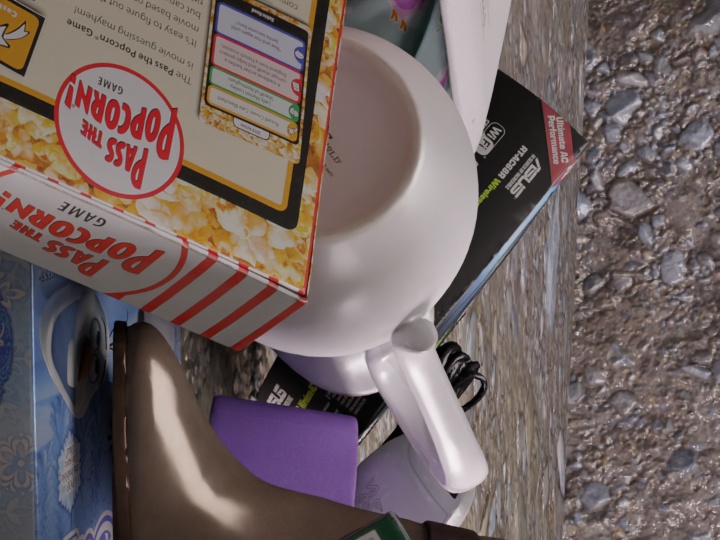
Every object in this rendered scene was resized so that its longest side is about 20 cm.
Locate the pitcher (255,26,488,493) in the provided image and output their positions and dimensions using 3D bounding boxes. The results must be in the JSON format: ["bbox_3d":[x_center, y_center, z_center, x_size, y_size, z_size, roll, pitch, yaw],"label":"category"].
[{"bbox_3d":[0.000,0.000,0.977,0.172,0.121,0.200,53,-9,15],"label":"pitcher"}]

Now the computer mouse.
[{"bbox_3d":[0.018,0.096,1.158,0.110,0.044,0.200,-49,-175,7],"label":"computer mouse"}]

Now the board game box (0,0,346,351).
[{"bbox_3d":[-0.078,-0.094,0.795,0.046,0.151,0.201,-34,-141,47],"label":"board game box"}]

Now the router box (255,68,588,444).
[{"bbox_3d":[0.027,0.003,1.257,0.150,0.062,0.200,-49,175,-22],"label":"router box"}]

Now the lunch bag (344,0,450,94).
[{"bbox_3d":[-0.017,-0.096,1.170,0.170,0.121,0.201,-50,158,-75],"label":"lunch bag"}]

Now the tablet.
[{"bbox_3d":[0.054,-0.148,1.085,0.200,0.014,0.131,77,23,-67],"label":"tablet"}]

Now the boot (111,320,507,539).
[{"bbox_3d":[-0.015,0.107,0.895,0.070,0.146,0.201,-86,176,-59],"label":"boot"}]

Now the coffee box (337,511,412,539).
[{"bbox_3d":[-0.057,0.159,0.809,0.044,0.200,0.123,59,-2,24],"label":"coffee box"}]

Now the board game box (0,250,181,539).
[{"bbox_3d":[-0.108,0.040,0.907,0.200,0.043,0.200,-40,132,-77],"label":"board game box"}]

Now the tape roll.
[{"bbox_3d":[-0.048,0.157,1.057,0.200,0.065,0.201,-171,-90,-88],"label":"tape roll"}]
